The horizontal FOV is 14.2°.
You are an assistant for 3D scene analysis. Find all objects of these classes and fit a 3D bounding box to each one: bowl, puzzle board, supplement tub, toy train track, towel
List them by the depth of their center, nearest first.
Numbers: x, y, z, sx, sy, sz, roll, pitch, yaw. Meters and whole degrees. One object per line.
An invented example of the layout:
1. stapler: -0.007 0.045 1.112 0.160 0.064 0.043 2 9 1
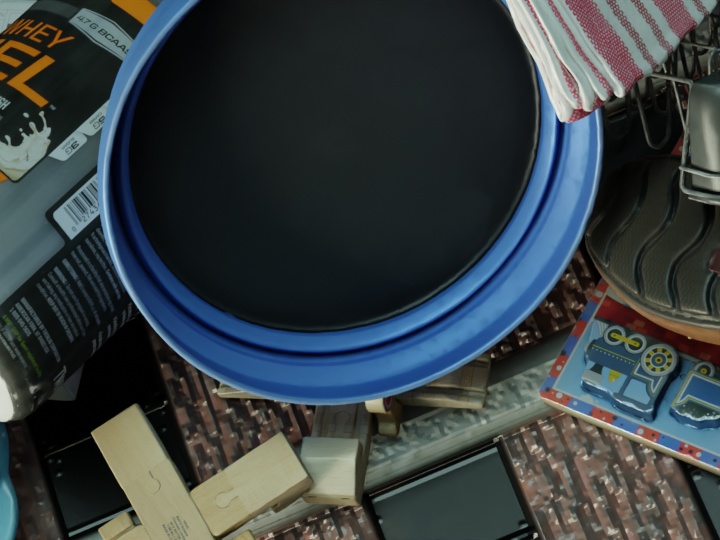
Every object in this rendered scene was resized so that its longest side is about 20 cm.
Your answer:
1. towel: 0.086 -0.155 1.113 0.030 0.146 0.200 -29 9 37
2. bowl: -0.005 -0.045 1.119 0.200 0.201 0.039 -29 30 -1
3. puzzle board: 0.192 0.023 1.170 0.200 0.017 0.151 22 70 24
4. supplement tub: -0.115 -0.045 1.183 0.122 0.123 0.200 33 66 28
5. toy train track: -0.106 0.133 1.185 0.200 0.033 0.115 -33 67 3
6. toy train track: 0.000 0.000 1.216 0.115 0.033 0.200 1 62 15

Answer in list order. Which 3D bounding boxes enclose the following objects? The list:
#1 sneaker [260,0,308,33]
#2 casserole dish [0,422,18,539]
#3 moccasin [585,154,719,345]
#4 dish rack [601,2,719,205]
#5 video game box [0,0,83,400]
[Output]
1. sneaker: -0.007 -0.179 1.148 0.081 0.077 0.200 27 88 14
2. casserole dish: -0.241 0.088 1.216 0.200 0.039 0.121 14 86 18
3. moccasin: 0.172 0.003 1.135 0.201 0.078 0.074 14 81 42
4. dish rack: 0.135 -0.096 1.191 0.153 0.055 0.200 -26 29 -32
5. video game box: -0.204 -0.036 1.293 0.200 0.047 0.182 4 61 17
